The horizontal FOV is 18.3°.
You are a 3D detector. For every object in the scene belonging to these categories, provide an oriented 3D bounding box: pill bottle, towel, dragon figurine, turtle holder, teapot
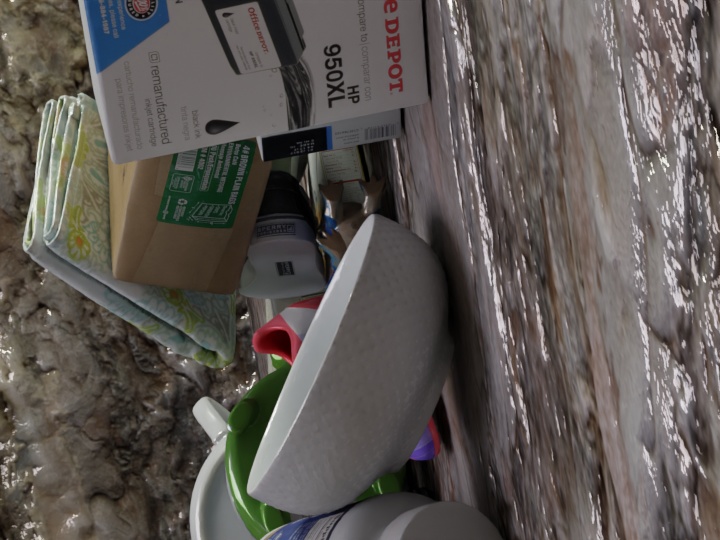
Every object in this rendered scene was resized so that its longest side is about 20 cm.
[{"bbox_3d":[0.009,0.202,1.428,0.200,0.111,0.111,-26,73,58],"label":"pill bottle"},{"bbox_3d":[-0.176,-0.032,1.770,0.200,0.048,0.172,34,-141,-31],"label":"towel"},{"bbox_3d":[0.000,0.000,1.629,0.200,0.059,0.100,-100,2,-47],"label":"dragon figurine"},{"bbox_3d":[-0.046,0.139,1.720,0.186,0.141,0.132,53,165,14],"label":"turtle holder"},{"bbox_3d":[-0.046,0.205,1.859,0.146,0.197,0.201,47,-137,-80],"label":"teapot"}]

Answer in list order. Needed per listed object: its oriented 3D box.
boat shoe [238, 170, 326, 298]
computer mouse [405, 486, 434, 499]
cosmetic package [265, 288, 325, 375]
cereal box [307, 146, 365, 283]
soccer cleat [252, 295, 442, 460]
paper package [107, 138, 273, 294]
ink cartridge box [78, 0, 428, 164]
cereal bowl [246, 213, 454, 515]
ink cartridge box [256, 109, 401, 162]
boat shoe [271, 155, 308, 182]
[{"bbox_3d":[-0.066,-0.027,1.769,0.200,0.071,0.068,85,-179,-74],"label":"boat shoe"},{"bbox_3d":[0.052,0.207,1.593,0.200,0.044,0.110,83,180,-83],"label":"computer mouse"},{"bbox_3d":[-0.032,0.084,1.940,0.200,0.087,0.104,94,163,-63],"label":"cosmetic package"},{"bbox_3d":[-0.008,-0.010,1.790,0.144,0.039,0.201,94,165,-66],"label":"cereal box"},{"bbox_3d":[-0.008,0.084,1.614,0.200,0.076,0.067,48,155,49],"label":"soccer cleat"},{"bbox_3d":[-0.127,-0.112,1.664,0.200,0.103,0.191,110,159,-51],"label":"paper package"},{"bbox_3d":[-0.066,-0.160,1.333,0.084,0.199,0.145,-111,12,-49],"label":"ink cartridge box"},{"bbox_3d":[0.004,0.069,1.420,0.200,0.083,0.201,-156,90,-84],"label":"cereal bowl"},{"bbox_3d":[-0.040,-0.167,1.546,0.039,0.099,0.200,86,172,-54],"label":"ink cartridge box"},{"bbox_3d":[-0.067,-0.142,1.834,0.072,0.070,0.201,-51,-27,-79],"label":"boat shoe"}]
